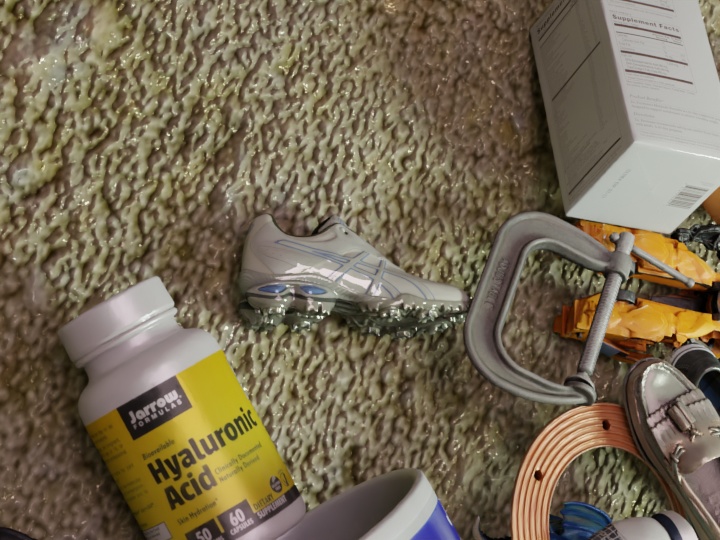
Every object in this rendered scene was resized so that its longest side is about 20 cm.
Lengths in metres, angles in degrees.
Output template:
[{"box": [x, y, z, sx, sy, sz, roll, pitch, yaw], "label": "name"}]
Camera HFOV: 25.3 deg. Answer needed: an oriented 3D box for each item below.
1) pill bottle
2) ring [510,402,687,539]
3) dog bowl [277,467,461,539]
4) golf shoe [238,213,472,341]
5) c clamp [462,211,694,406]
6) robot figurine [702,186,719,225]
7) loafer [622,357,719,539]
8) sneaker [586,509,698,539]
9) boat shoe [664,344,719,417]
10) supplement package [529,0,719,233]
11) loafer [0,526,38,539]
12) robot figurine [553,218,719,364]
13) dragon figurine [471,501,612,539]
[{"box": [-0.132, 0.112, 1.139, 0.111, 0.111, 0.201, -29, 89, -29], "label": "pill bottle"}, {"box": [0.196, 0.205, 1.266, 0.199, 0.019, 0.203, 8, 74, -29], "label": "ring"}, {"box": [-0.022, 0.225, 1.119, 0.199, 0.200, 0.079, -34, 95, -29], "label": "dog bowl"}, {"box": [0.000, 0.000, 1.265, 0.198, 0.078, 0.098, 7, 67, -25], "label": "golf shoe"}, {"box": [0.173, 0.032, 1.293, 0.170, 0.027, 0.201, 32, 56, -3], "label": "c clamp"}, {"box": [0.379, -0.102, 1.448, 0.200, 0.116, 0.144, -37, 92, -33], "label": "robot figurine"}, {"box": [0.276, 0.160, 1.270, 0.071, 0.063, 0.201, -27, 94, -14], "label": "loafer"}, {"box": [0.228, 0.288, 1.221, 0.080, 0.076, 0.202, -11, 80, -21], "label": "sneaker"}, {"box": [0.301, 0.160, 1.346, 0.068, 0.057, 0.202, -22, 104, -7], "label": "boat shoe"}, {"box": [0.230, -0.151, 1.365, 0.108, 0.114, 0.202, 9, 57, -24], "label": "supplement package"}, {"box": [-0.197, 0.260, 1.100, 0.201, 0.068, 0.070, 49, 53, -10], "label": "loafer"}, {"box": [0.265, 0.024, 1.393, 0.198, 0.058, 0.147, 12, 72, -22], "label": "robot figurine"}, {"box": [0.165, 0.220, 1.289, 0.199, 0.059, 0.100, 35, 62, -18], "label": "dragon figurine"}]
